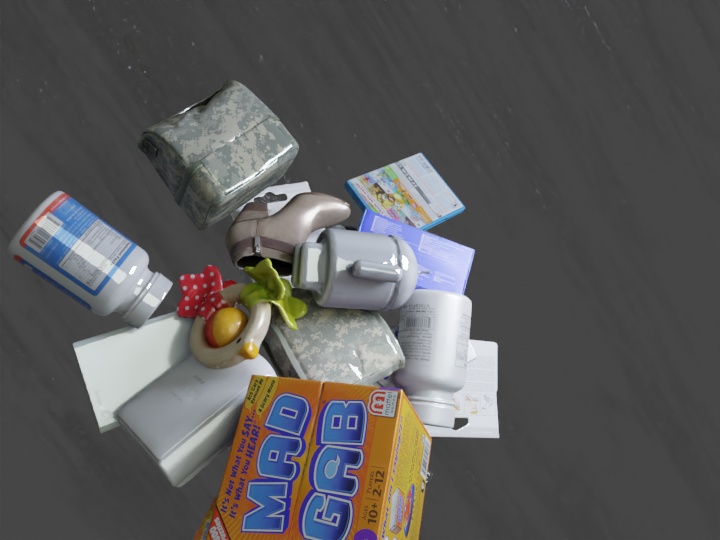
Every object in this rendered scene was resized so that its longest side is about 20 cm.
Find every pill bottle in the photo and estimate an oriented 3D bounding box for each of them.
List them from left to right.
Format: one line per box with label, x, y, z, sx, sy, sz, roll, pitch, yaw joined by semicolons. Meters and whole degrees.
pill bottle;-0.370;-0.008;0.893;0.200;0.112;0.113;39;65;-17
pill bottle;0.111;0.139;1.004;0.113;0.114;0.202;13;75;-25

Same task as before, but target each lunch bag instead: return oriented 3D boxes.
lunch bag;-0.218;-0.188;0.992;0.200;0.139;0.168;-41;94;-31
lunch bag;-0.048;0.116;0.982;0.163;0.118;0.200;-21;48;-23

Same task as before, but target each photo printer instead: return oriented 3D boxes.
photo printer;-0.216;0.182;0.882;0.199;0.166;0.070;-38;124;-26

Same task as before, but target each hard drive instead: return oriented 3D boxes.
hard drive;-0.305;0.139;0.949;0.199;0.026;0.133;-18;89;-30

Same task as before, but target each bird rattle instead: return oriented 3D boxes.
bird rattle;-0.187;0.060;0.900;0.113;0.198;0.164;62;30;-46

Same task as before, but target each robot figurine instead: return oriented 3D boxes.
robot figurine;0.000;0.000;0.942;0.198;0.169;0.114;5;93;-19

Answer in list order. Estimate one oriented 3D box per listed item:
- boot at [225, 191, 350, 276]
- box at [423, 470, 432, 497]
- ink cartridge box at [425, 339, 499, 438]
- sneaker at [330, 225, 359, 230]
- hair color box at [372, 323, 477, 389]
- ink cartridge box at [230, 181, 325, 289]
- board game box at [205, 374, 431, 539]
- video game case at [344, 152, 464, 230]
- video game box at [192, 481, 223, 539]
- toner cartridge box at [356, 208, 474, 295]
boot;-0.109;-0.052;0.998;0.198;0.071;0.147;-3;43;-4
box;-0.006;0.376;1.006;0.148;0.124;0.201;34;67;-17
ink cartridge box;0.162;0.213;1.171;0.198;0.045;0.178;9;76;-26
sneaker;0.020;0.009;1.116;0.113;0.075;0.202;-15;85;-27
hair color box;0.085;0.144;1.091;0.198;0.065;0.110;-23;81;-11
ink cartridge box;-0.132;-0.044;1.075;0.160;0.050;0.202;-12;68;-29
board game box;-0.036;0.267;0.797;0.200;0.198;0.202;62;35;-56
video game case;0.084;-0.134;1.172;0.199;0.018;0.144;-26;73;-36
video game box;-0.127;0.350;0.925;0.201;0.181;0.047;-63;149;-21
toner cartridge box;0.083;-0.021;1.067;0.198;0.043;0.096;21;72;-6
